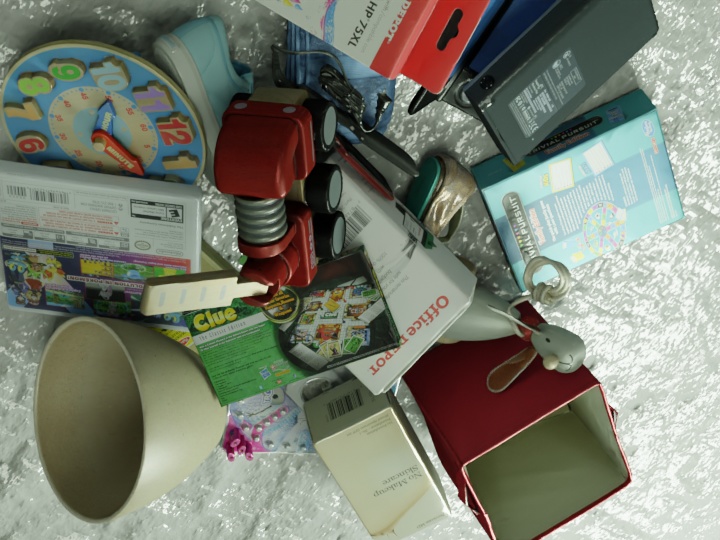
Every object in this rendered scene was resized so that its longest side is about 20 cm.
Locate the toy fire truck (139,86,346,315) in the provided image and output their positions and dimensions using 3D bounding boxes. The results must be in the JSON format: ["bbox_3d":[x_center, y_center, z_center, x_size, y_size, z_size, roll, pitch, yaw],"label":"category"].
[{"bbox_3d":[-0.105,-0.047,1.135,0.127,0.201,0.178,7,125,16],"label":"toy fire truck"}]

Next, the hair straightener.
[{"bbox_3d":[-0.008,-0.152,1.209,0.077,0.041,0.200,-39,120,15],"label":"hair straightener"}]

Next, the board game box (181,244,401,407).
[{"bbox_3d":[-0.068,0.056,1.260,0.197,0.023,0.106,-19,104,14],"label":"board game box"}]

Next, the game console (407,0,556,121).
[{"bbox_3d":[0.152,-0.216,1.211,0.174,0.117,0.201,24,116,-26],"label":"game console"}]

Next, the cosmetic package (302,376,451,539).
[{"bbox_3d":[0.021,0.219,1.478,0.102,0.073,0.201,-26,126,4],"label":"cosmetic package"}]

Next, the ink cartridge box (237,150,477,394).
[{"bbox_3d":[0.000,0.000,1.289,0.200,0.084,0.146,44,109,-3],"label":"ink cartridge box"}]

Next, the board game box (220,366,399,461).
[{"bbox_3d":[-0.049,0.139,1.464,0.197,0.026,0.202,3,124,-17],"label":"board game box"}]

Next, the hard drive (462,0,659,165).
[{"bbox_3d":[0.197,-0.203,1.229,0.200,0.033,0.140,-42,151,3],"label":"hard drive"}]

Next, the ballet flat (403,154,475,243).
[{"bbox_3d":[0.060,-0.028,1.353,0.066,0.068,0.201,15,121,-32],"label":"ballet flat"}]

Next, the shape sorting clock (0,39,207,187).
[{"bbox_3d":[-0.238,-0.127,1.183,0.196,0.040,0.202,5,136,4],"label":"shape sorting clock"}]

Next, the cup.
[{"bbox_3d":[-0.221,0.145,1.306,0.142,0.201,0.202,-1,130,-46],"label":"cup"}]

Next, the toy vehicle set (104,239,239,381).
[{"bbox_3d":[-0.213,0.058,1.363,0.199,0.027,0.124,-36,125,12],"label":"toy vehicle set"}]

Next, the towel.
[{"bbox_3d":[-0.016,-0.212,1.212,0.110,0.049,0.203,-5,125,-12],"label":"towel"}]

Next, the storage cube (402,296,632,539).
[{"bbox_3d":[0.174,0.173,1.437,0.198,0.180,0.172,-30,128,-5],"label":"storage cube"}]

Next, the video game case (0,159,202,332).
[{"bbox_3d":[-0.254,-0.020,1.253,0.196,0.023,0.184,7,133,-1],"label":"video game case"}]

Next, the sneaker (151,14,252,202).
[{"bbox_3d":[-0.127,-0.151,1.213,0.081,0.074,0.201,-35,141,-17],"label":"sneaker"}]

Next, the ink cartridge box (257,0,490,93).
[{"bbox_3d":[0.006,-0.245,1.095,0.198,0.067,0.117,30,105,1],"label":"ink cartridge box"}]

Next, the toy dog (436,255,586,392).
[{"bbox_3d":[0.132,0.060,1.362,0.096,0.198,0.134,-33,115,-42],"label":"toy dog"}]

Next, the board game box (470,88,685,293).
[{"bbox_3d":[0.234,-0.083,1.369,0.198,0.047,0.152,-24,127,3],"label":"board game box"}]
